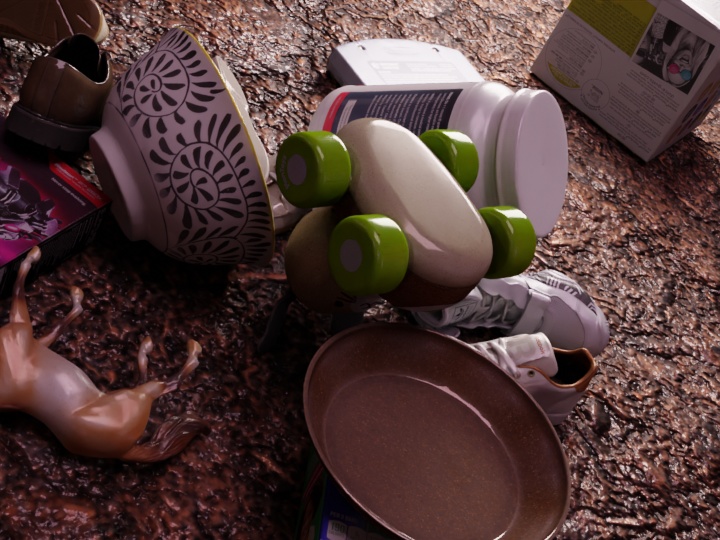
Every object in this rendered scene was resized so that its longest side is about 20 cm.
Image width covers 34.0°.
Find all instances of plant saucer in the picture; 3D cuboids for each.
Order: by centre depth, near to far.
[{"bbox_3d":[0.048,0.120,0.802,0.200,0.037,0.200,19,39,-16],"label":"plant saucer"}]

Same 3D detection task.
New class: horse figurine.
[{"bbox_3d":[-0.191,0.073,0.795,0.200,0.050,0.133,33,48,-9],"label":"horse figurine"}]

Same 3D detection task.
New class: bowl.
[{"bbox_3d":[-0.152,-0.079,0.925,0.094,0.201,0.201,-23,59,-17],"label":"bowl"}]

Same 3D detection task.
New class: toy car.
[{"bbox_3d":[0.000,0.000,0.898,0.164,0.200,0.158,-6,54,-42],"label":"toy car"}]

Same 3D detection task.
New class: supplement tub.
[{"bbox_3d":[0.065,-0.092,1.022,0.200,0.140,0.140,3,25,29],"label":"supplement tub"}]

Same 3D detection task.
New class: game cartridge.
[{"bbox_3d":[0.062,-0.207,1.324,0.200,0.040,0.133,-7,55,-41],"label":"game cartridge"}]

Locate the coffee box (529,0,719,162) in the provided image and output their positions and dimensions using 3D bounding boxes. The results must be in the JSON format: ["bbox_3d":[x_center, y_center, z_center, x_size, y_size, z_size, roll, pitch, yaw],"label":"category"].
[{"bbox_3d":[0.377,-0.294,1.515,0.200,0.198,0.200,41,38,15],"label":"coffee box"}]

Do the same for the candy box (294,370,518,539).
[{"bbox_3d":[0.046,0.162,0.847,0.169,0.077,0.200,22,36,-11],"label":"candy box"}]

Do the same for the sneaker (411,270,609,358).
[{"bbox_3d":[0.121,0.036,1.054,0.200,0.075,0.115,32,36,9],"label":"sneaker"}]

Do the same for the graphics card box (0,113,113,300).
[{"bbox_3d":[-0.290,-0.036,0.856,0.125,0.051,0.200,38,37,8],"label":"graphics card box"}]

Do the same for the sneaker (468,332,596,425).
[{"bbox_3d":[0.108,0.078,0.986,0.200,0.085,0.073,6,45,-29],"label":"sneaker"}]

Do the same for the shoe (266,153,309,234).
[{"bbox_3d":[-0.058,-0.090,1.083,0.070,0.053,0.200,39,37,10],"label":"shoe"}]

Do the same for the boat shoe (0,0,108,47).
[{"bbox_3d":[-0.327,-0.242,1.064,0.200,0.071,0.065,21,2,-2],"label":"boat shoe"}]

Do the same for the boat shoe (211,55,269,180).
[{"bbox_3d":[-0.127,-0.122,1.052,0.067,0.057,0.200,50,13,-37],"label":"boat shoe"}]

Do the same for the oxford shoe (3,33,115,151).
[{"bbox_3d":[-0.224,-0.150,0.972,0.073,0.084,0.200,21,10,-4],"label":"oxford shoe"}]
